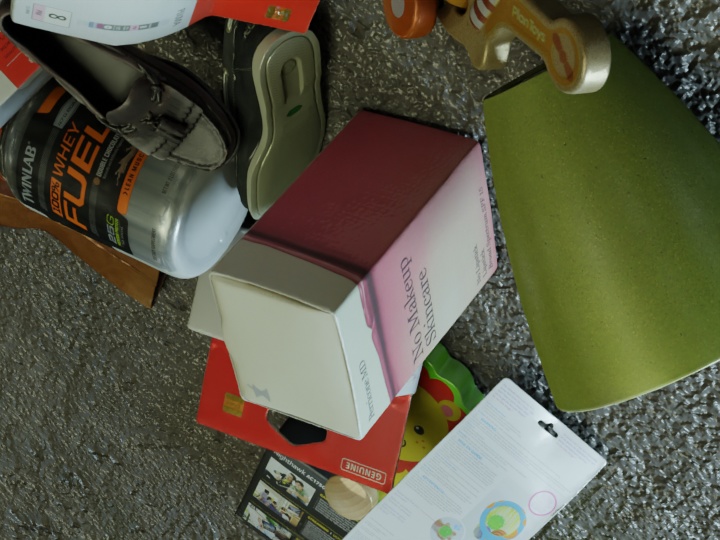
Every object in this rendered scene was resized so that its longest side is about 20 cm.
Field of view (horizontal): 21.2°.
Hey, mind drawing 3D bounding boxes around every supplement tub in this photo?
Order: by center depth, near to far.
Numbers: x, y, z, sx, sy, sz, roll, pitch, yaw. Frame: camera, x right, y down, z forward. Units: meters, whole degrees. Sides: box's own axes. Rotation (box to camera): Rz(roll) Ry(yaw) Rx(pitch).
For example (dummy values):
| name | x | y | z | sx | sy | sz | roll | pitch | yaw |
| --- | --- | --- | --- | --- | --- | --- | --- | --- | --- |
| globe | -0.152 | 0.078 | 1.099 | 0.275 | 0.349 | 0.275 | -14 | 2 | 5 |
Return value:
| name | x | y | z | sx | sy | sz | roll | pitch | yaw |
| --- | --- | --- | --- | --- | --- | --- | --- | --- | --- |
| supplement tub | -0.194 | -0.084 | 1.520 | 0.199 | 0.123 | 0.123 | 24 | 141 | 21 |

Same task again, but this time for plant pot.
| name | x | y | z | sx | sy | sz | roll | pitch | yaw |
| --- | --- | --- | --- | --- | --- | --- | --- | --- | --- |
| plant pot | 0.164 | -0.042 | 1.230 | 0.187 | 0.187 | 0.201 | -21 | 98 | 50 |

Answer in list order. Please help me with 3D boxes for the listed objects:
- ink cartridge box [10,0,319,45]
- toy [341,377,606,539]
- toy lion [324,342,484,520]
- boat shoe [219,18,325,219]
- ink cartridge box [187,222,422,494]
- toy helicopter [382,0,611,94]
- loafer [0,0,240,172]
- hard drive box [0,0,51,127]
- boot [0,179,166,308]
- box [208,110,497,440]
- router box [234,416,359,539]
| name | x | y | z | sx | sy | sz | roll | pitch | yaw |
| --- | --- | --- | --- | --- | --- | --- | --- | --- | --- |
| ink cartridge box | -0.122 | -0.190 | 1.241 | 0.199 | 0.057 | 0.163 | 15 | 159 | -8 |
| toy | 0.084 | 0.180 | 1.532 | 0.115 | 0.047 | 0.200 | 39 | 101 | -19 |
| toy lion | 0.055 | 0.141 | 1.594 | 0.199 | 0.069 | 0.192 | 24 | 131 | 15 |
| boat shoe | -0.070 | -0.121 | 1.430 | 0.068 | 0.072 | 0.200 | 42 | 149 | 28 |
| ink cartridge box | -0.048 | 0.068 | 1.538 | 0.199 | 0.045 | 0.177 | 17 | 99 | 28 |
| toy helicopter | 0.094 | -0.175 | 1.163 | 0.200 | 0.079 | 0.133 | 50 | 139 | 46 |
| loafer | -0.178 | -0.132 | 1.378 | 0.200 | 0.063 | 0.072 | 38 | 116 | -6 |
| hard drive box | -0.316 | -0.210 | 1.450 | 0.200 | 0.156 | 0.077 | 46 | -173 | -1 |
| boot | -0.261 | -0.033 | 1.703 | 0.200 | 0.069 | 0.188 | 32 | 136 | -2 |
| box | 0.000 | 0.000 | 1.372 | 0.109 | 0.200 | 0.128 | 17 | 138 | 29 |
| router box | -0.007 | 0.231 | 1.744 | 0.200 | 0.051 | 0.149 | 35 | 142 | 7 |
